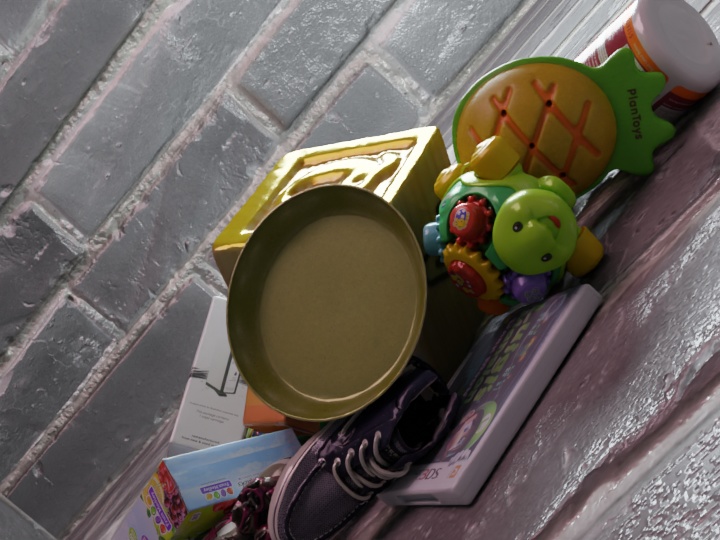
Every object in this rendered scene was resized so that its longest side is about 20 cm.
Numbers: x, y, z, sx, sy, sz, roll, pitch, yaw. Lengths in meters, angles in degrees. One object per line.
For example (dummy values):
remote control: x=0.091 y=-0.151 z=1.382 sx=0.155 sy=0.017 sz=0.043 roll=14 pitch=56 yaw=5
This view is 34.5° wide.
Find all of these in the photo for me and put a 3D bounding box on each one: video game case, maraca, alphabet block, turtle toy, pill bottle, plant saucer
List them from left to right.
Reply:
plant saucer: x=-0.026 y=0.028 z=0.987 sx=0.200 sy=0.200 sz=0.031 roll=-48 pitch=-30 yaw=12
alphabet block: x=0.000 y=0.000 z=1.155 sx=0.193 sy=0.202 sz=0.197 roll=-8 pitch=30 yaw=27
video game case: x=0.100 y=0.106 z=0.956 sx=0.201 sy=0.023 sz=0.182 roll=-53 pitch=8 yaw=-20
turtle toy: x=0.125 y=-0.029 z=0.982 sx=0.101 sy=0.146 sz=0.200 roll=-47 pitch=6 yaw=-23
maraca: x=0.180 y=-0.128 z=1.046 sx=0.197 sy=0.139 sz=0.107 roll=-11 pitch=19 yaw=16
pill bottle: x=0.243 y=-0.165 z=1.117 sx=0.200 sy=0.109 sz=0.110 roll=-43 pitch=10 yaw=45

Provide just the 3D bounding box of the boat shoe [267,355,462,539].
boat shoe: x=0.002 y=0.154 z=0.952 sx=0.201 sy=0.074 sz=0.093 roll=-53 pitch=14 yaw=-10

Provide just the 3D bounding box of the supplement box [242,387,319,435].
supplement box: x=-0.076 y=0.076 z=1.274 sx=0.066 sy=0.068 sz=0.203 roll=-6 pitch=72 yaw=37

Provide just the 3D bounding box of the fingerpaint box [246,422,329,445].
fingerpaint box: x=-0.070 y=0.184 z=1.415 sx=0.167 sy=0.073 sz=0.200 roll=-49 pitch=7 yaw=6

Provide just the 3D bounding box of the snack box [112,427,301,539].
snack box: x=-0.160 y=0.260 z=1.201 sx=0.167 sy=0.068 sz=0.201 roll=-8 pitch=-35 yaw=-42

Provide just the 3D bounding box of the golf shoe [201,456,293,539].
golf shoe: x=-0.101 y=0.254 z=1.104 sx=0.200 sy=0.073 sz=0.092 roll=-50 pitch=-8 yaw=29

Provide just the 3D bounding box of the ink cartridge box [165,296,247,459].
ink cartridge box: x=-0.167 y=0.156 z=1.374 sx=0.147 sy=0.083 sz=0.202 roll=110 pitch=174 yaw=-54
